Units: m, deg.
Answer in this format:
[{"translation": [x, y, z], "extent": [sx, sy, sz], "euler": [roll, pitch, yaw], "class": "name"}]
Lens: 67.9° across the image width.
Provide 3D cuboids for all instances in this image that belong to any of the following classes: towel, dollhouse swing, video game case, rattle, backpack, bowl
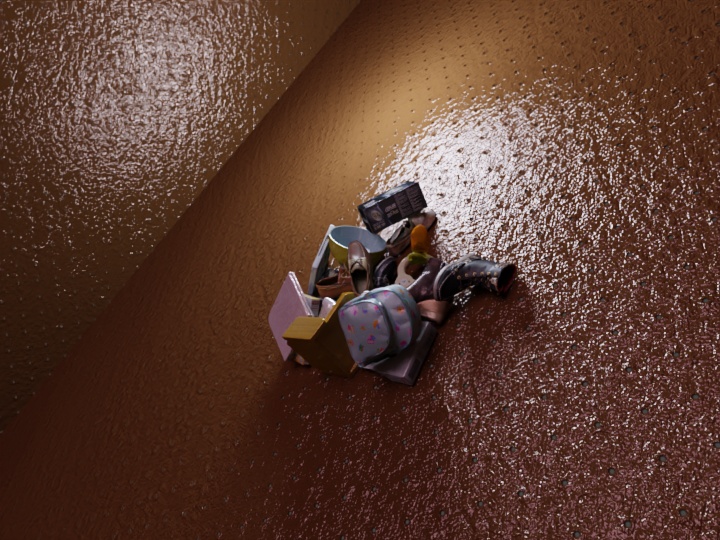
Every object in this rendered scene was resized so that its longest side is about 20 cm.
[{"translation": [-0.220, 0.143, 1.666], "extent": [0.203, 0.031, 0.193], "euler": [-59, 45, 30], "class": "towel"}, {"translation": [-0.078, 0.170, 1.512], "extent": [0.178, 0.200, 0.179], "euler": [-2, 52, 44], "class": "dollhouse swing"}, {"translation": [-0.135, -0.023, 1.806], "extent": [0.202, 0.021, 0.186], "euler": [106, -176, -55], "class": "video game case"}, {"translation": [0.142, 0.002, 1.493], "extent": [0.129, 0.145, 0.200], "euler": [36, 62, 18], "class": "rattle"}, {"translation": [0.051, 0.135, 1.356], "extent": [0.195, 0.153, 0.181], "euler": [-25, 81, 19], "class": "backpack"}, {"translation": [-0.017, -0.055, 1.738], "extent": [0.201, 0.193, 0.111], "euler": [-126, 43, -55], "class": "bowl"}]

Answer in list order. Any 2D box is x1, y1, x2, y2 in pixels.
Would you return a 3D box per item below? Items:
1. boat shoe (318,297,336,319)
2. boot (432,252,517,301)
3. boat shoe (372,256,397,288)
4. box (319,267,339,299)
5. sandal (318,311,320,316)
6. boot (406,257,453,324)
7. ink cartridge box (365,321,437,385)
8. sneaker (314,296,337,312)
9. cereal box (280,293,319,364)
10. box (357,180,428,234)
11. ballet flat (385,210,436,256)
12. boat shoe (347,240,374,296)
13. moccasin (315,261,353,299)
[{"translation": [-0.107, 0.172, 1.587], "extent": [0.069, 0.070, 0.205], "euler": [35, 118, 35], "class": "boat shoe"}, {"translation": [0.289, 0.024, 1.355], "extent": [0.197, 0.075, 0.148], "euler": [-30, 28, -35], "class": "boot"}, {"translation": [0.058, 0.051, 1.602], "extent": [0.202, 0.075, 0.061], "euler": [-54, 34, -10], "class": "boat shoe"}, {"translation": [-0.059, 0.053, 1.745], "extent": [0.197, 0.049, 0.083], "euler": [14, 65, 51], "class": "box"}, {"translation": [-0.091, 0.163, 1.673], "extent": [0.069, 0.080, 0.208], "euler": [-25, 30, -37], "class": "sandal"}, {"translation": [0.162, 0.043, 1.455], "extent": [0.194, 0.073, 0.170], "euler": [17, 69, 17], "class": "boot"}, {"translation": [0.097, 0.213, 1.437], "extent": [0.197, 0.050, 0.165], "euler": [-4, 52, 55], "class": "ink cartridge box"}, {"translation": [-0.154, 0.141, 1.757], "extent": [0.194, 0.075, 0.091], "euler": [-12, 74, 28], "class": "sneaker"}, {"translation": [-0.191, 0.177, 1.680], "extent": [0.142, 0.039, 0.208], "euler": [10, 95, 52], "class": "cereal box"}, {"translation": [0.098, -0.206, 1.721], "extent": [0.195, 0.088, 0.164], "euler": [-26, 13, -2], "class": "box"}, {"translation": [0.157, -0.130, 1.689], "extent": [0.200, 0.067, 0.068], "euler": [-45, 38, 0], "class": "ballet flat"}, {"translation": [0.000, 0.000, 1.557], "extent": [0.073, 0.074, 0.206], "euler": [-16, 62, 7], "class": "boat shoe"}, {"translation": [-0.050, 0.025, 1.647], "extent": [0.197, 0.079, 0.075], "euler": [-19, 30, 30], "class": "moccasin"}]
